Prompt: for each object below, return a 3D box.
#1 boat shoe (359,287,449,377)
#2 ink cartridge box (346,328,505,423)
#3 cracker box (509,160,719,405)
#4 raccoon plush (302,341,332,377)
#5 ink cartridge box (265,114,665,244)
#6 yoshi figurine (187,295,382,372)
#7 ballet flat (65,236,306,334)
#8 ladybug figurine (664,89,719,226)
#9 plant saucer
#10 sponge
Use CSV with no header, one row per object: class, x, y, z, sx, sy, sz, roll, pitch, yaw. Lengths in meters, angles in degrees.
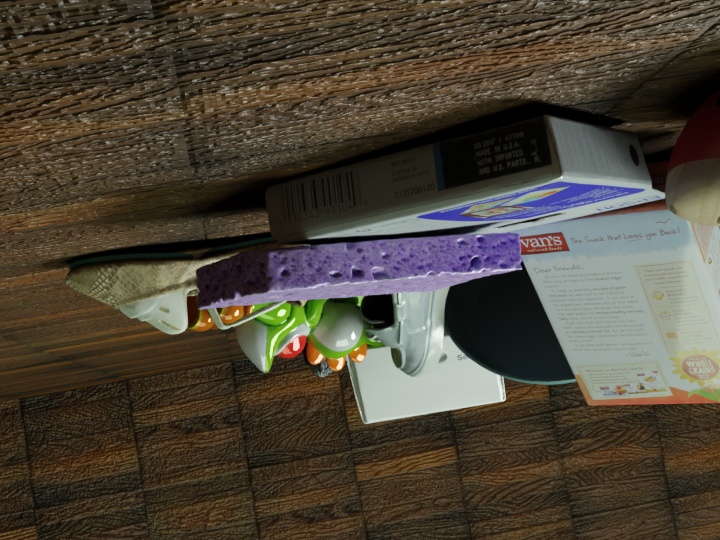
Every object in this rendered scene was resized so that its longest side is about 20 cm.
boat shoe,0.032,0.025,1.052,0.070,0.071,0.202,-11,144,-11
ink cartridge box,0.064,0.061,1.247,0.143,0.085,0.201,-10,-157,6
cracker box,0.208,0.015,0.923,0.132,0.201,0.058,-4,-137,31
raccoon plush,-0.009,0.092,1.821,0.132,0.098,0.200,-16,177,-22
ink cartridge box,0.075,-0.050,0.787,0.196,0.044,0.199,-12,173,31
yoshi figurine,-0.053,0.015,1.092,0.198,0.113,0.113,11,124,-36
ballet flat,-0.125,0.014,0.951,0.197,0.066,0.070,-8,174,-20
ladybug figurine,0.245,-0.073,0.730,0.134,0.073,0.200,-11,175,11
plant saucer,0.171,0.032,1.104,0.197,0.202,0.036,-11,134,5
sponge,0.000,0.000,0.821,0.197,0.030,0.111,-4,174,-32
